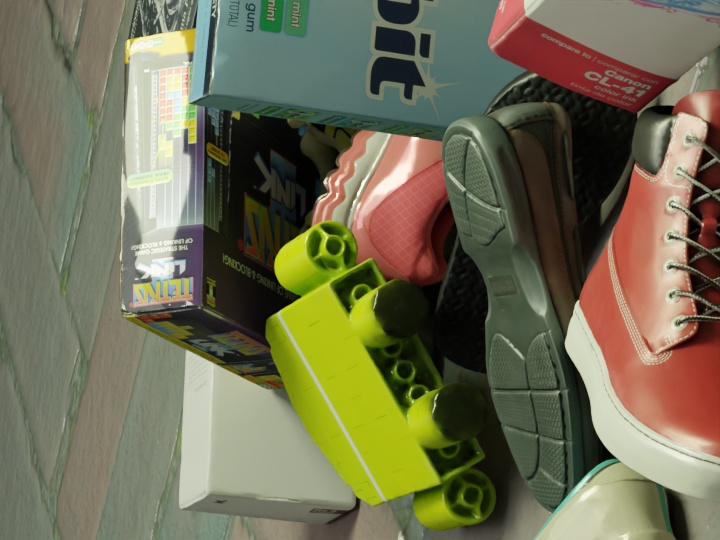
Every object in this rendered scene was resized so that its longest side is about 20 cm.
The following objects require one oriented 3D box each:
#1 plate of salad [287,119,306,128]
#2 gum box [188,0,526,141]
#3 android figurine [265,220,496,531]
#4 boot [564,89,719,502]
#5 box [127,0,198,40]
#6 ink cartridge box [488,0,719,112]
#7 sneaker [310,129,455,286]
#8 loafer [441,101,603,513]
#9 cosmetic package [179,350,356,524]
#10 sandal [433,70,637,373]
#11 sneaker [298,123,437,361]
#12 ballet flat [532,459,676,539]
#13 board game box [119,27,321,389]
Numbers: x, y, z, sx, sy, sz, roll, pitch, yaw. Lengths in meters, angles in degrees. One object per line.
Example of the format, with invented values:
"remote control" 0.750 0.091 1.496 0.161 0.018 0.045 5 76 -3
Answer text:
"plate of salad" 0.020 -0.163 1.484 0.200 0.048 0.200 -58 -6 -10
"gum box" 0.019 -0.157 1.331 0.045 0.200 0.170 169 107 -70
"android figurine" 0.007 0.062 1.404 0.182 0.041 0.200 60 160 2
"boot" 0.148 0.004 1.105 0.200 0.072 0.145 -116 39 -64
"box" -0.084 -0.206 1.803 0.182 0.104 0.200 -122 43 -64
"ink cartridge box" 0.142 -0.175 1.105 0.200 0.085 0.148 -37 32 64
"sneaker" 0.050 -0.081 1.446 0.200 0.087 0.074 -67 -23 2
"loafer" 0.095 0.017 1.243 0.072 0.063 0.200 9 116 61
"cosmetic package" -0.057 0.055 1.637 0.074 0.101 0.200 144 132 -66
"sandal" 0.083 -0.035 1.310 0.048 0.075 0.201 -73 4 -52
"sneaker" 0.000 0.000 1.525 0.075 0.076 0.200 133 139 -57
"ballet flat" 0.078 0.173 1.203 0.200 0.069 0.070 -51 32 24
"board game box" -0.072 -0.032 1.516 0.200 0.057 0.166 32 -127 -63
